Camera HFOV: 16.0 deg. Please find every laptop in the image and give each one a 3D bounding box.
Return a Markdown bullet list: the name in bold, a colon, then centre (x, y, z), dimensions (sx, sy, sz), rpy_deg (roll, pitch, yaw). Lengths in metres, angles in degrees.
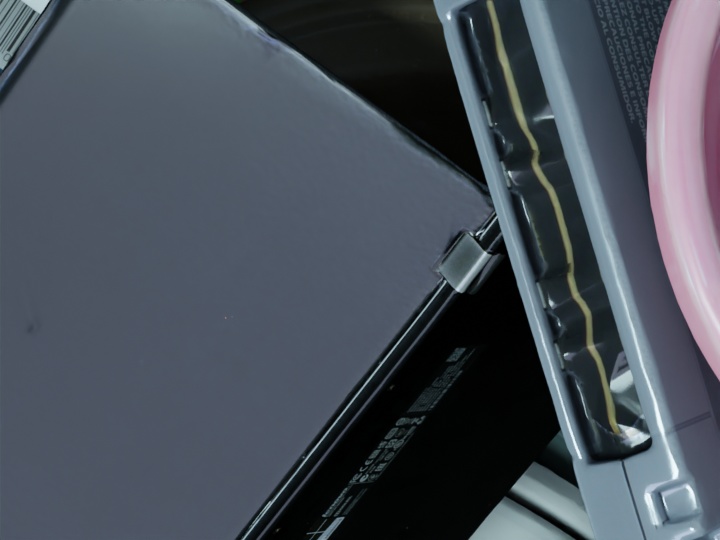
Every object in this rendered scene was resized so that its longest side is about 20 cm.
- **laptop**: centre (-0.026, 0.013, 0.760), dimensions (0.116, 0.199, 0.188), rpy_deg (51, 117, 25)

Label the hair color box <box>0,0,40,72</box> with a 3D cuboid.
- **hair color box**: centre (-0.147, -0.025, 0.867), dimensions (0.100, 0.061, 0.200), rpy_deg (32, 138, -6)

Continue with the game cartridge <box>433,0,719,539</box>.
- **game cartridge**: centre (0.086, -0.021, 0.708), dimensions (0.040, 0.133, 0.201), rpy_deg (-18, 87, 39)

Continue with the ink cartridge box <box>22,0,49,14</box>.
- **ink cartridge box**: centre (-0.108, -0.181, 0.721), dimensions (0.199, 0.085, 0.145), rpy_deg (35, 131, -10)

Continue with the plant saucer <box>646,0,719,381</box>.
- **plant saucer**: centre (0.165, -0.026, 0.677), dimensions (0.200, 0.201, 0.051), rpy_deg (33, 165, -7)

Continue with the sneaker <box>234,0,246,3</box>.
- **sneaker**: centre (-0.005, -0.059, 0.820), dimensions (0.083, 0.077, 0.201), rpy_deg (-7, 131, -10)

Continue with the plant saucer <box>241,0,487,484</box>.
- **plant saucer**: centre (0.000, 0.000, 0.791), dimensions (0.199, 0.030, 0.201), rpy_deg (-8, 129, -10)

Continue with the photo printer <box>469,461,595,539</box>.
- **photo printer**: centre (0.020, 0.135, 0.985), dimensions (0.166, 0.070, 0.200), rpy_deg (28, 138, -1)
